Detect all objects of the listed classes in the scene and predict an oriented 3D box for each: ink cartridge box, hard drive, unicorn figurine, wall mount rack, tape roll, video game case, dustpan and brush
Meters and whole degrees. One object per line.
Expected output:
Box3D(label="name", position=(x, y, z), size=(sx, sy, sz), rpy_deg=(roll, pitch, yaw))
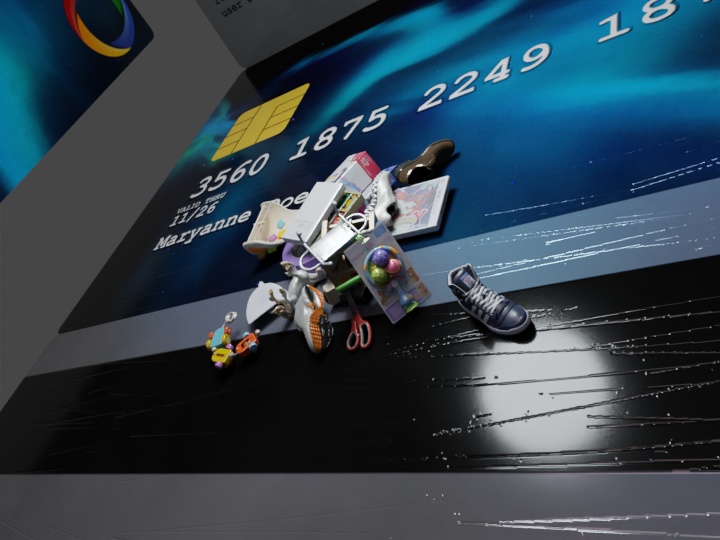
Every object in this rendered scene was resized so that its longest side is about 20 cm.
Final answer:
Box3D(label="ink cartridge box", position=(-0.049, -0.263, 1.941), size=(0.200, 0.086, 0.147), rpy_deg=(-47, 19, -14))
Box3D(label="hard drive", position=(-0.134, -0.163, 1.794), size=(0.130, 0.026, 0.203), rpy_deg=(10, 63, 50))
Box3D(label="unicorn figurine", position=(-0.168, 0.038, 1.702), size=(0.073, 0.137, 0.203), rpy_deg=(32, 87, 45))
Box3D(label="wall mount rack", position=(-0.057, -0.071, 1.442), size=(0.199, 0.075, 0.173), rpy_deg=(-40, 48, -11))
Box3D(label="tape roll", position=(-0.130, -0.066, 1.828), size=(0.196, 0.066, 0.203), rpy_deg=(-26, 34, 19))
Box3D(label="ink cartridge box", position=(0.033, -0.221, 1.846), size=(0.201, 0.042, 0.119), rpy_deg=(-50, 14, -13))
Box3D(label="video game case", position=(0.139, -0.163, 1.687), size=(0.196, 0.023, 0.186), rpy_deg=(-11, 45, 36))
Box3D(label="dustpan and brush", position=(-0.279, 0.074, 1.826), size=(0.138, 0.058, 0.201), rpy_deg=(-36, 40, 1))

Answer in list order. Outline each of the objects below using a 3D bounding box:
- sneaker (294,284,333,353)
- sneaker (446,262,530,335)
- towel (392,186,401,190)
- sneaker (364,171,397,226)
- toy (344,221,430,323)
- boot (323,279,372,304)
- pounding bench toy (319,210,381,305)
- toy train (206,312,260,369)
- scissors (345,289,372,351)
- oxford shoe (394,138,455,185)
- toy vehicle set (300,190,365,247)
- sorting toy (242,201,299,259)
Box3D(label="sneaker", position=(-0.125, 0.139, 1.588), size=(0.093, 0.074, 0.203), rpy_deg=(-51, 33, 31))
Box3D(label="sneaker", position=(0.249, 0.054, 1.270), size=(0.070, 0.109, 0.199), rpy_deg=(-44, 33, -12))
Box3D(label="towel", position=(0.100, -0.172, 1.770), size=(0.145, 0.023, 0.198), rpy_deg=(-48, 34, -13))
Box3D(label="sneaker", position=(0.067, -0.189, 1.713), size=(0.079, 0.076, 0.204), rpy_deg=(-3, 51, 22))
Box3D(label="toy", position=(0.065, 0.007, 1.427), size=(0.114, 0.202, 0.047), rpy_deg=(-36, 8, -3))
Box3D(label="boot", position=(0.000, 0.000, 1.625), size=(0.135, 0.077, 0.205), rpy_deg=(0, 62, 39))
Box3D(label="pounding bench toy", position=(-0.007, -0.018, 1.516), size=(0.151, 0.126, 0.204), rpy_deg=(-10, 50, 14))
Box3D(label="toy train", position=(-0.343, 0.202, 1.727), size=(0.150, 0.056, 0.199), rpy_deg=(-43, 36, -9))
Box3D(label="scissors", position=(-0.007, 0.102, 1.510), size=(0.072, 0.014, 0.205), rpy_deg=(-27, 48, 28))
Box3D(label="oxford shoe", position=(0.196, -0.296, 1.777), size=(0.198, 0.074, 0.084), rpy_deg=(-37, 36, -7))
Box3D(label="toy vehicle set", position=(-0.083, -0.140, 1.775), size=(0.123, 0.027, 0.202), rpy_deg=(15, 64, 51))
Box3D(label="sorting toy", position=(-0.252, -0.128, 1.999), size=(0.175, 0.108, 0.203), rpy_deg=(-11, 41, 24))
